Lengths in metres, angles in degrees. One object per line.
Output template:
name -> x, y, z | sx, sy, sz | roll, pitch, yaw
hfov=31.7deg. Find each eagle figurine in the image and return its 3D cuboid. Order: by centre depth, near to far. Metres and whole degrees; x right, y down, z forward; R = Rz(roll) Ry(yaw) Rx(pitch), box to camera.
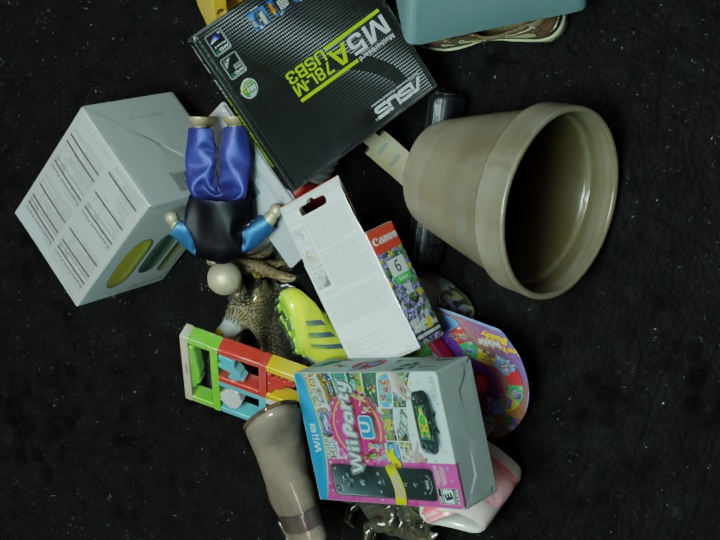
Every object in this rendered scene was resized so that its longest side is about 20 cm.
eagle figurine -> -0.129, 0.065, 1.525 | 0.152, 0.150, 0.201 | -122, 19, -53

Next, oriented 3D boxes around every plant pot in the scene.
plant pot -> 0.116, -0.370, 1.247 | 0.195, 0.200, 0.197 | -12, 72, 1
plant pot -> 0.144, -0.085, 1.334 | 0.173, 0.199, 0.201 | 17, 102, 41

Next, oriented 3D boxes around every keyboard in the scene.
keyboard -> -0.118, -0.098, 1.444 | 0.056, 0.011, 0.200 | -43, 76, 29

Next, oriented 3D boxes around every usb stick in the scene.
usb stick -> 0.085, -0.102, 1.421 | 0.032, 0.055, 0.201 | 15, 103, 35

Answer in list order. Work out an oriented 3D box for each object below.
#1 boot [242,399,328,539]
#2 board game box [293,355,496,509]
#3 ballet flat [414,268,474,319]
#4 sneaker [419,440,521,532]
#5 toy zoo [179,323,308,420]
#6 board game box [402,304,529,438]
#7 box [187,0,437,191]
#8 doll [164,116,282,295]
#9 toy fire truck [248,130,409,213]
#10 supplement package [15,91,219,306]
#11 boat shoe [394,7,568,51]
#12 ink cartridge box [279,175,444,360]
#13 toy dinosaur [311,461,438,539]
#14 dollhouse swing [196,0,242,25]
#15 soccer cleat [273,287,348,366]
boot -> -0.074, 0.232, 1.403 | 0.070, 0.200, 0.147 | -18, 75, -7
board game box -> 0.034, 0.168, 1.330 | 0.199, 0.064, 0.149 | -5, 100, 43
ballet flat -> 0.036, 0.018, 1.450 | 0.200, 0.072, 0.072 | 30, 107, 22
sneaker -> 0.075, 0.211, 1.390 | 0.200, 0.105, 0.075 | 35, 152, -4
toy zoo -> -0.112, 0.138, 1.461 | 0.199, 0.021, 0.132 | 18, 143, 11
board game box -> 0.089, 0.117, 1.406 | 0.199, 0.039, 0.159 | 20, 131, 23
box -> -0.049, -0.219, 1.345 | 0.200, 0.047, 0.194 | -36, 105, -10
doll -> -0.152, -0.072, 1.424 | 0.135, 0.048, 0.201 | 1, 96, 6
toy fire truck -> -0.032, -0.129, 1.459 | 0.200, 0.128, 0.177 | 41, 111, 29
supplement package -> -0.286, -0.088, 1.540 | 0.151, 0.151, 0.200 | 53, 128, 13
boat shoe -> 0.120, -0.282, 1.379 | 0.201, 0.075, 0.075 | 0, 94, 27
ink cartridge box -> 0.000, 0.000, 1.368 | 0.109, 0.050, 0.201 | -24, 91, 45
toy dinosaur -> 0.016, 0.265, 1.489 | 0.200, 0.077, 0.102 | 42, 99, 23
dollhouse swing -> -0.061, -0.306, 1.371 | 0.199, 0.182, 0.176 | -21, 54, -14
soccer cleat -> -0.038, 0.077, 1.439 | 0.083, 0.201, 0.065 | -27, 47, -2
